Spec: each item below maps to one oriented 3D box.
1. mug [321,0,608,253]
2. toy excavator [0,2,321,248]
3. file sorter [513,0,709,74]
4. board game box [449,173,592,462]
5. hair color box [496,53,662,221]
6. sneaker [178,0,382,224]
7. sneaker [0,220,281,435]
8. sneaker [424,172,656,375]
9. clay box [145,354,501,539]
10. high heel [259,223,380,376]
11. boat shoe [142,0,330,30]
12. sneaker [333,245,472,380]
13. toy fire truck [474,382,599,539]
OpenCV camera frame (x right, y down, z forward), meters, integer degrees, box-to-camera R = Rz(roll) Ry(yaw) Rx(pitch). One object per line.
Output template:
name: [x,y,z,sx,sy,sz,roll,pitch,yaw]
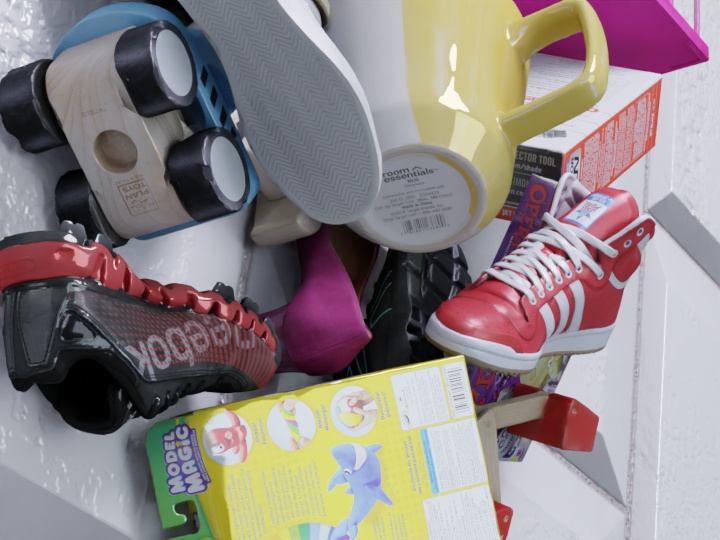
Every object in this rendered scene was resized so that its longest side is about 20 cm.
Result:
mug: [0.044,-0.103,1.199,0.149,0.187,0.153,25,37,-19]
toy excavator: [-0.091,-0.075,1.108,0.195,0.100,0.200,65,26,-20]
file sorter: [0.164,-0.245,1.502,0.200,0.139,0.126,37,49,-45]
board game box: [0.114,0.037,1.327,0.120,0.032,0.200,11,106,-51]
hair color box: [0.135,-0.098,1.421,0.200,0.111,0.064,-35,132,-55]
sneaker: [-0.037,-0.132,1.075,0.200,0.074,0.116,62,22,-19]
sneaker: [-0.117,0.047,1.035,0.200,0.071,0.098,24,59,-49]
sneaker: [0.117,-0.001,1.216,0.200,0.071,0.113,-9,126,-57]
clay box: [-0.025,0.123,1.107,0.200,0.048,0.115,-10,87,-23]
high heel: [0.000,0.000,1.204,0.067,0.096,0.200,58,37,-26]
boat shoe: [-0.096,-0.168,1.150,0.200,0.075,0.069,27,66,-45]
sneaker: [0.019,0.042,1.239,0.075,0.079,0.200,42,42,-35]
toy fire truck: [0.073,0.139,1.262,0.200,0.049,0.141,16,90,-53]
